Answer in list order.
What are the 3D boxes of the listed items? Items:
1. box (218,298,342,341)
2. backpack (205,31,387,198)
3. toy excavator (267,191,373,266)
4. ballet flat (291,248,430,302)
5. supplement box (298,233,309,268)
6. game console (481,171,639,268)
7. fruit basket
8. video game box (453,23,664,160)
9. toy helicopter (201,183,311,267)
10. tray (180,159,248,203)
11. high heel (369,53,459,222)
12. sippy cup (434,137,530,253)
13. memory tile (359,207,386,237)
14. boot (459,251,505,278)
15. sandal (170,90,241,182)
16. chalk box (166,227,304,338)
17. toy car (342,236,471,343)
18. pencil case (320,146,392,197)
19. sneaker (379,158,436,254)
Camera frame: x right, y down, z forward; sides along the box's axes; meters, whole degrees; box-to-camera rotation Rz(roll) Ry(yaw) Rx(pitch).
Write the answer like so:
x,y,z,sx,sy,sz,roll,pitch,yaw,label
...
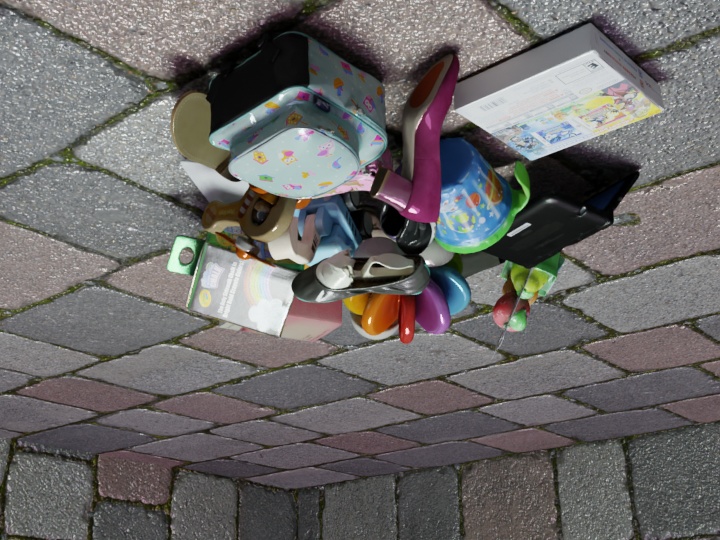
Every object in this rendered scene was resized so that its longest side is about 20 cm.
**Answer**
x,y,z,sx,sy,sz,roll,pitch,yaw,label
-0.147,0.052,1.812,0.199,0.110,0.128,10,156,-26,box
-0.064,-0.177,1.195,0.175,0.155,0.199,-26,155,38,backpack
-0.063,-0.052,1.448,0.099,0.201,0.195,-9,136,20,toy excavator
0.000,0.000,1.389,0.198,0.068,0.069,-5,145,-4,ballet flat
-0.123,-0.039,1.623,0.198,0.069,0.067,7,157,-9,supplement box
0.291,-0.092,1.487,0.175,0.117,0.200,19,152,-23,game console
0.275,0.047,1.672,0.093,0.201,0.185,18,165,6,fruit basket
0.249,-0.217,1.238,0.199,0.047,0.182,-18,151,37,video game box
-0.154,-0.069,1.328,0.079,0.133,0.199,20,164,-38,toy helicopter
-0.188,-0.120,1.478,0.106,0.022,0.200,9,161,14,tray
0.093,-0.160,1.212,0.096,0.201,0.067,22,-166,-25,high heel
0.138,-0.114,1.395,0.177,0.140,0.130,-39,139,2,sippy cup
0.054,-0.061,1.661,0.198,0.017,0.153,9,156,-21,memory tile
0.149,-0.045,1.617,0.137,0.078,0.200,-22,150,11,boot
-0.209,-0.182,1.280,0.070,0.078,0.212,39,178,25,sandal
-0.194,-0.002,1.519,0.198,0.124,0.125,19,115,-7,chalk box
0.079,0.037,1.493,0.199,0.150,0.176,-17,136,-18,toy car
-0.054,-0.137,1.380,0.198,0.083,0.087,-6,155,14,pencil case
0.053,-0.070,1.339,0.075,0.088,0.201,29,153,18,sneaker
